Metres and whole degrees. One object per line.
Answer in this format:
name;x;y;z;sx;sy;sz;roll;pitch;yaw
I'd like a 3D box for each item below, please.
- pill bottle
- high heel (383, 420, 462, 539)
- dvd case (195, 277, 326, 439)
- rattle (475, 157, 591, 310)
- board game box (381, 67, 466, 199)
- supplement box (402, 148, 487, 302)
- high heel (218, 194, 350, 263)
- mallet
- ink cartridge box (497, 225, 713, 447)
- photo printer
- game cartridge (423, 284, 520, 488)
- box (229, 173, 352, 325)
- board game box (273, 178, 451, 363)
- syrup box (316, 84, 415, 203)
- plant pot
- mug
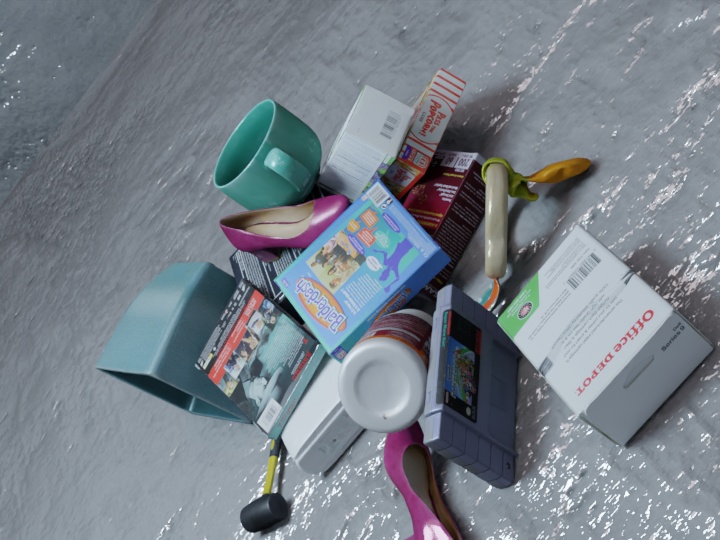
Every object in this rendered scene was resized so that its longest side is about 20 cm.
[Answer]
pill bottle;0.045;0.112;1.349;0.109;0.110;0.200;-44;-1;17
high heel;0.077;0.243;1.288;0.096;0.067;0.203;-38;40;43
dvd case;-0.141;0.118;1.559;0.199;0.022;0.148;35;98;44
rattle;0.209;-0.037;1.414;0.130;0.140;0.204;119;154;-66
board game box;0.076;-0.186;1.635;0.153;0.046;0.200;-65;6;-15
supplement box;0.102;-0.065;1.554;0.108;0.061;0.202;14;73;56
high heel;-0.108;-0.071;1.579;0.198;0.096;0.068;-29;41;34
mallet;-0.116;0.266;1.570;0.065;0.041;0.203;-25;39;41
ink cartridge box;0.255;0.067;1.203;0.146;0.084;0.200;-49;32;10
photo printer;-0.056;0.155;1.547;0.167;0.069;0.201;-49;35;10
game cartridge;0.129;0.128;1.275;0.038;0.129;0.203;-24;44;36
box;-0.077;-0.007;1.682;0.199;0.123;0.201;-47;34;15
board game box;0.000;0.000;1.494;0.200;0.045;0.153;-43;56;4
syrup box;0.004;-0.170;1.578;0.080;0.080;0.200;-66;5;-21
plant pot;-0.256;0.100;1.743;0.194;0.195;0.203;-3;62;52
mug;-0.127;-0.145;1.642;0.152;0.114;0.187;-42;30;27
